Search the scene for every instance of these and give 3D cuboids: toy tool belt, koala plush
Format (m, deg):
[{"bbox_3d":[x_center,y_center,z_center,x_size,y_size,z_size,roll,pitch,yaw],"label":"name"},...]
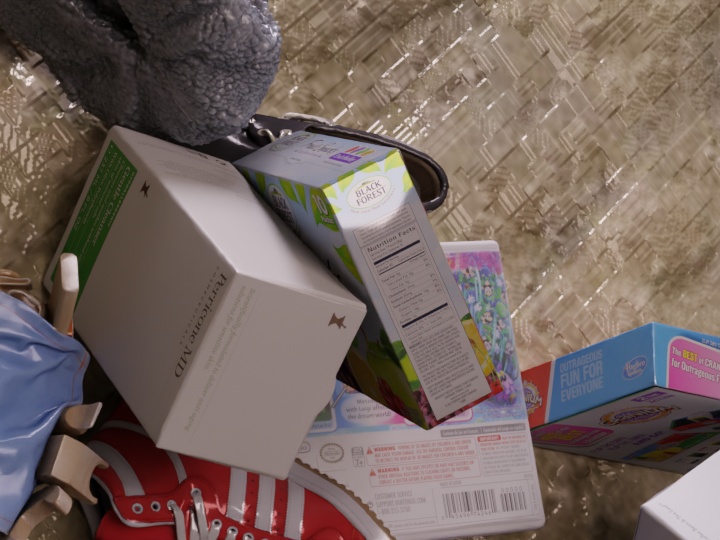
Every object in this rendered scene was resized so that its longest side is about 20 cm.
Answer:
[{"bbox_3d":[-0.195,0.093,1.254,0.125,0.123,0.200,24,64,-28],"label":"toy tool belt"},{"bbox_3d":[-0.089,-0.188,1.393,0.184,0.177,0.200,51,46,-11],"label":"koala plush"}]

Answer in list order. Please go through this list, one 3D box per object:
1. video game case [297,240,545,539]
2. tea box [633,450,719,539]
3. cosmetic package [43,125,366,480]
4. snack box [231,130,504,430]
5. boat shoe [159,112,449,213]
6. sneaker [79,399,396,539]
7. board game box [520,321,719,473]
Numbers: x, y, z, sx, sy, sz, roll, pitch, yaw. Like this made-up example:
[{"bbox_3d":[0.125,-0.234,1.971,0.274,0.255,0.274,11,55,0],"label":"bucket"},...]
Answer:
[{"bbox_3d":[0.011,0.074,1.460,0.200,0.024,0.182,-3,77,-30],"label":"video game case"},{"bbox_3d":[0.267,0.230,1.443,0.134,0.197,0.200,-30,54,-33],"label":"tea box"},{"bbox_3d":[-0.087,0.014,1.296,0.085,0.200,0.108,18,105,-30],"label":"cosmetic package"},{"bbox_3d":[0.000,0.000,1.328,0.053,0.200,0.142,-26,102,-12],"label":"snack box"},{"bbox_3d":[-0.039,-0.059,1.452,0.200,0.060,0.074,14,68,-32],"label":"boat shoe"},{"bbox_3d":[-0.071,0.147,1.332,0.200,0.071,0.112,38,54,15],"label":"sneaker"},{"bbox_3d":[0.211,0.086,1.528,0.200,0.153,0.040,13,67,-33],"label":"board game box"}]
